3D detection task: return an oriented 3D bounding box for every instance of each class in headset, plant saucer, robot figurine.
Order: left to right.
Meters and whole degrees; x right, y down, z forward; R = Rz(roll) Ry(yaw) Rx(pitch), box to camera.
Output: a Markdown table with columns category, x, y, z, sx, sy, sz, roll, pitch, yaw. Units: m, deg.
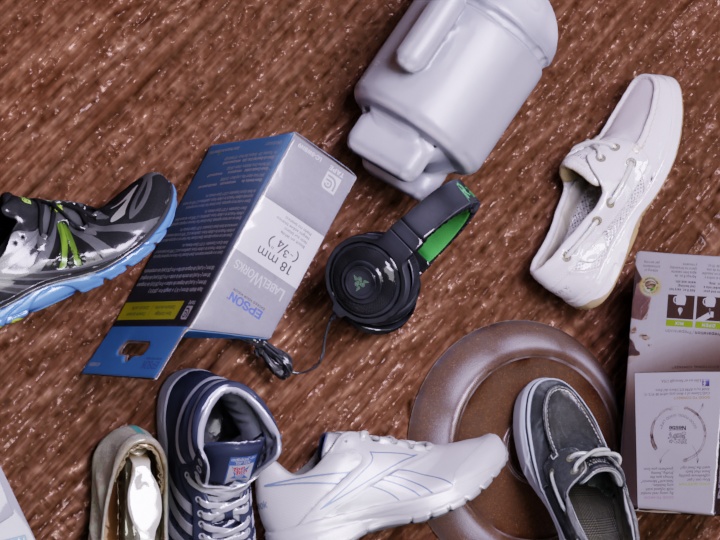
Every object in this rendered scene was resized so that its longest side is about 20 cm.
| category | x | y | z | sx | sy | sz | roll | pitch | yaw |
| --- | --- | --- | --- | --- | --- | --- | --- | --- | --- |
| headset | 0.000 | 0.000 | 1.699 | 0.200 | 0.124 | 0.094 | -45 | 81 | -3 |
| robot figurine | 0.073 | -0.153 | 1.723 | 0.113 | 0.170 | 0.200 | 32 | 82 | 22 |
| plant saucer | 0.131 | 0.139 | 1.795 | 0.200 | 0.032 | 0.201 | 1 | 88 | -25 |

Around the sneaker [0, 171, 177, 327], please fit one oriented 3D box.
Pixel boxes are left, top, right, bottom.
| category | x | y | z | sx | sy | sz | roll | pitch | yaw |
| --- | --- | --- | --- | --- | --- | --- | --- | --- | --- |
| sneaker | -0.217 | -0.024 | 1.610 | 0.199 | 0.071 | 0.083 | -26 | 105 | -21 |

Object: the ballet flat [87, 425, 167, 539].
| category | x | y | z | sx | sy | sz | roll | pitch | yaw |
| --- | --- | --- | --- | --- | --- | --- | --- | --- | --- |
| ballet flat | -0.166 | 0.211 | 1.630 | 0.067 | 0.062 | 0.201 | -2 | 89 | -25 |

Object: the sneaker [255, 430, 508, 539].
| category | x | y | z | sx | sy | sz | roll | pitch | yaw |
| --- | --- | --- | --- | --- | --- | --- | --- | --- | --- |
| sneaker | 0.015 | 0.153 | 1.703 | 0.199 | 0.075 | 0.087 | -17 | 87 | -14 |

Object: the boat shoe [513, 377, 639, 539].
| category | x | y | z | sx | sy | sz | roll | pitch | yaw |
| --- | --- | --- | --- | --- | --- | --- | --- | --- | --- |
| boat shoe | 0.174 | 0.163 | 1.721 | 0.072 | 0.071 | 0.201 | -7 | 63 | -24 |

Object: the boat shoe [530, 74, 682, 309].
| category | x | y | z | sx | sy | sz | roll | pitch | yaw |
| --- | --- | --- | --- | --- | --- | --- | --- | --- | --- |
| boat shoe | 0.192 | -0.073 | 1.800 | 0.069 | 0.071 | 0.201 | 28 | 77 | -25 |

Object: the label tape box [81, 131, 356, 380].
| category | x | y | z | sx | sy | sz | roll | pitch | yaw |
| --- | --- | --- | --- | --- | --- | --- | --- | --- | --- |
| label tape box | -0.101 | 0.005 | 1.625 | 0.063 | 0.144 | 0.200 | 34 | 74 | -23 |

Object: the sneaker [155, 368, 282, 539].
| category | x | y | z | sx | sy | sz | roll | pitch | yaw |
| --- | --- | --- | --- | --- | --- | --- | --- | --- | --- |
| sneaker | -0.097 | 0.170 | 1.639 | 0.070 | 0.108 | 0.201 | -9 | 92 | -25 |

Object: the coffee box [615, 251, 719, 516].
| category | x | y | z | sx | sy | sz | roll | pitch | yaw |
| --- | --- | --- | --- | --- | --- | --- | --- | --- | --- |
| coffee box | 0.254 | 0.092 | 1.800 | 0.080 | 0.113 | 0.201 | 3 | 85 | 16 |

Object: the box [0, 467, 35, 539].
| category | x | y | z | sx | sy | sz | roll | pitch | yaw |
| --- | --- | --- | --- | --- | --- | --- | --- | --- | --- |
| box | -0.306 | 0.196 | 1.575 | 0.156 | 0.041 | 0.201 | -29 | 101 | -24 |
